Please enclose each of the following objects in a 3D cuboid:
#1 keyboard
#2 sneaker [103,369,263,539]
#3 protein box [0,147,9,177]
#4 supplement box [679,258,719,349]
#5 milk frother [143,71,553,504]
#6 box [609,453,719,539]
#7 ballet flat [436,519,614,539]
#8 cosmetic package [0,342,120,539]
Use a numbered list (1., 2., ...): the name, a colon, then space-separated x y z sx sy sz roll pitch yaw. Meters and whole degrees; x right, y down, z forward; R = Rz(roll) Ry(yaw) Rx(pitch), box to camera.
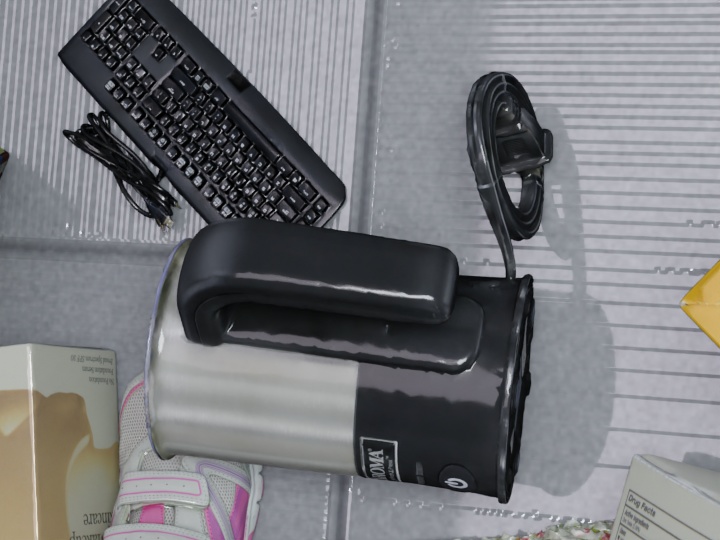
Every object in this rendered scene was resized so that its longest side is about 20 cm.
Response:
1. keyboard: -0.106 -0.077 1.019 0.104 0.040 0.200 -48 70 10
2. sneaker: -0.101 0.149 0.968 0.081 0.088 0.202 -13 80 19
3. protein box: -0.335 -0.011 1.008 0.197 0.135 0.201 23 94 -8
4. supplement box: 0.270 0.045 0.776 0.133 0.200 0.197 -46 72 10
5. milk frother: 0.000 0.000 0.917 0.186 0.181 0.201 7 43 9
6. box: 0.170 0.204 0.818 0.108 0.128 0.202 14 94 -16
7. ballet flat: 0.054 0.172 0.921 0.199 0.064 0.076 -21 77 18
8. cosmetic package: -0.186 0.145 0.995 0.070 0.105 0.202 -6 84 20
